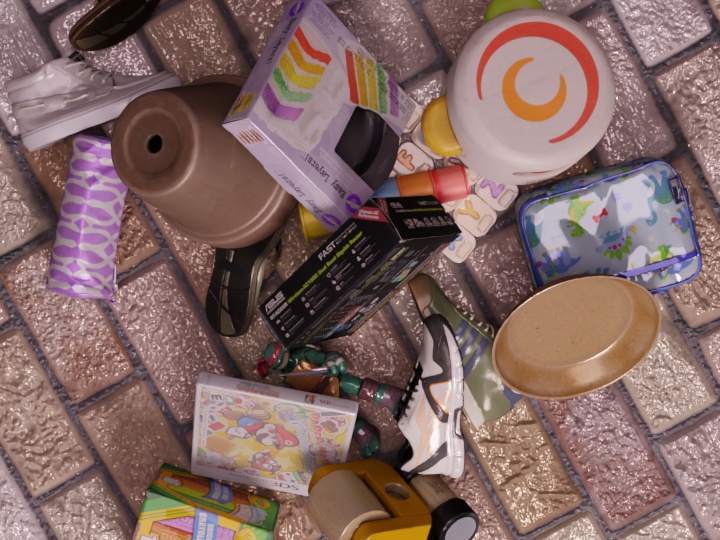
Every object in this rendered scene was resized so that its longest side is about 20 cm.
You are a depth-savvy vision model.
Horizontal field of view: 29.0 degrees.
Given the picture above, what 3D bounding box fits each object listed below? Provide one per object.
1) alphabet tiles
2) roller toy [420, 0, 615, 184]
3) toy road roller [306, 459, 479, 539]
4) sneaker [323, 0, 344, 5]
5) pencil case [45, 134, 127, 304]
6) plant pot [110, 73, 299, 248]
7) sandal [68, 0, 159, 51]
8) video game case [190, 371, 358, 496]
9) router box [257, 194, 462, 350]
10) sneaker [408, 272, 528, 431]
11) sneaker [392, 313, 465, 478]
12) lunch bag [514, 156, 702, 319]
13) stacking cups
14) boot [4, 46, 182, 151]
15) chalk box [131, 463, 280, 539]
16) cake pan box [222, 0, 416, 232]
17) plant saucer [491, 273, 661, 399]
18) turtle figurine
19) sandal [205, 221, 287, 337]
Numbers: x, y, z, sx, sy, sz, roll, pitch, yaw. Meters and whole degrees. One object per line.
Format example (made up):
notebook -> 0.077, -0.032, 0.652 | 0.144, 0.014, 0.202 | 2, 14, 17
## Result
alphabet tiles -> 0.080, -0.111, 1.647 | 0.195, 0.015, 0.200 | 40, 95, -3
roller toy -> 0.184, -0.190, 1.571 | 0.182, 0.140, 0.200 | 32, 81, -2
toy road roller -> 0.029, 0.309, 1.614 | 0.199, 0.123, 0.146 | 2, 119, -35
sneaker -> 0.004, -0.346, 1.591 | 0.199, 0.080, 0.071 | -6, 98, 3
pencil case -> -0.309, -0.060, 1.620 | 0.085, 0.084, 0.201 | 10, 95, -6
plant pot -> -0.181, -0.127, 1.534 | 0.199, 0.174, 0.201 | -1, 88, 24
sandal -> -0.264, -0.332, 1.598 | 0.055, 0.082, 0.200 | 41, 89, 18
video game case -> -0.104, 0.196, 1.609 | 0.181, 0.023, 0.200 | 11, 141, -1
router box -> 0.000, 0.000, 1.558 | 0.200, 0.150, 0.062 | -43, 73, 25
sneaker -> 0.132, 0.083, 1.643 | 0.090, 0.067, 0.201 | -24, 98, -1
sneaker -> 0.077, 0.147, 1.582 | 0.080, 0.074, 0.201 | -3, 107, -3
lunch bag -> 0.290, -0.037, 1.620 | 0.199, 0.082, 0.161 | -15, 101, 3
stacking cups -> 0.028, -0.079, 1.619 | 0.199, 0.061, 0.061 | -11, 96, -2
boot -> -0.313, -0.216, 1.610 | 0.199, 0.074, 0.096 | -21, 96, 0
chalk box -> -0.167, 0.328, 1.640 | 0.199, 0.125, 0.124 | 18, 96, -3
cake pan box -> -0.039, -0.170, 1.534 | 0.200, 0.052, 0.185 | 45, 59, -31
plant saucer -> 0.243, 0.068, 1.591 | 0.199, 0.036, 0.201 | -7, 134, -7
turtle figurine -> -0.050, 0.135, 1.628 | 0.199, 0.101, 0.150 | 28, 130, -15
sandal -> -0.130, -0.018, 1.639 | 0.080, 0.057, 0.202 | 30, 111, 24
